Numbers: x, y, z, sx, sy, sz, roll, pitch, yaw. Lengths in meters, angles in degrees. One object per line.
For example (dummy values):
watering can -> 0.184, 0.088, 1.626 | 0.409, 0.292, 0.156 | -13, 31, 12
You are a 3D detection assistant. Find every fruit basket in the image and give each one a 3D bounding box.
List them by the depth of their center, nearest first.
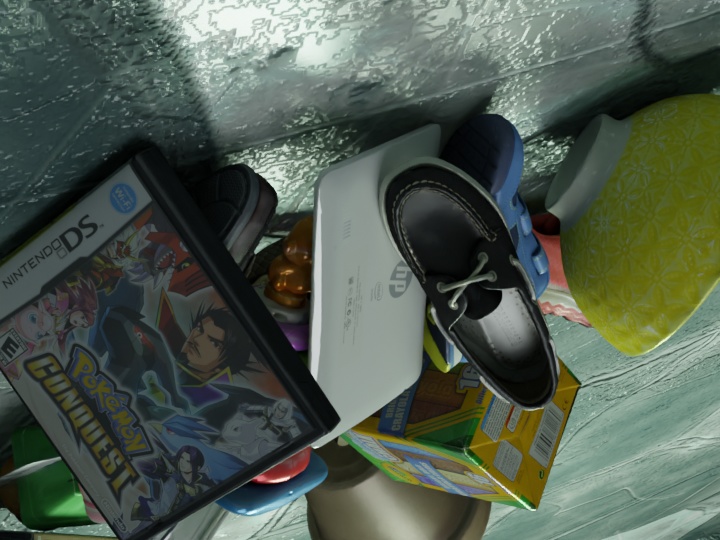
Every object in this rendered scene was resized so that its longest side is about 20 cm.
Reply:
fruit basket -> -0.267, 0.183, 1.095 | 0.199, 0.094, 0.185 | -20, 162, 41

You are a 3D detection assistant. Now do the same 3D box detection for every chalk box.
chalk box -> 0.059, 0.107, 1.045 | 0.199, 0.125, 0.124 | 5, 152, 41

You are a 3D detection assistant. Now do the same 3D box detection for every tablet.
tablet -> 0.010, 0.010, 0.829 | 0.130, 0.014, 0.201 | -28, 131, -46

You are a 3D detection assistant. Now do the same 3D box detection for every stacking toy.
stacking toy -> -0.063, 0.052, 0.836 | 0.116, 0.109, 0.201 | -13, 128, -56

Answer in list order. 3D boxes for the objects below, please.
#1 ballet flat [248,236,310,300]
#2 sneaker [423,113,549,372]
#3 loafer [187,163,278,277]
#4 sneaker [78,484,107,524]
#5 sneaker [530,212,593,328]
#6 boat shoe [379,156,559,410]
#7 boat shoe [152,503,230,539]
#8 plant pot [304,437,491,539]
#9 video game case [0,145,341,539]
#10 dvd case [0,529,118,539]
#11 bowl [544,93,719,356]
ballet flat -> 0.000, 0.000, 0.910 | 0.199, 0.046, 0.068 | -14, 113, -24
sneaker -> 0.092, -0.021, 0.878 | 0.082, 0.074, 0.201 | -6, 127, -19
loafer -> -0.113, 0.012, 0.810 | 0.063, 0.072, 0.200 | 24, 121, -38
sneaker -> -0.161, 0.112, 1.017 | 0.075, 0.105, 0.200 | -2, -159, 34
sneaker -> 0.177, -0.004, 1.021 | 0.199, 0.074, 0.087 | 11, 106, -36
boat shoe -> 0.075, 0.014, 0.810 | 0.074, 0.060, 0.200 | -25, 125, 8
boat shoe -> -0.110, 0.183, 1.110 | 0.200, 0.066, 0.072 | -48, 180, -38
plant pot -> 0.013, 0.206, 1.261 | 0.199, 0.201, 0.175 | -25, 138, 9
video game case -> -0.137, 0.054, 0.770 | 0.180, 0.201, 0.025 | -33, -177, 26
dvd case -> -0.261, 0.242, 1.102 | 0.148, 0.016, 0.200 | -6, 164, 35
bowl -> 0.198, -0.051, 0.889 | 0.107, 0.201, 0.200 | 30, 142, -5
